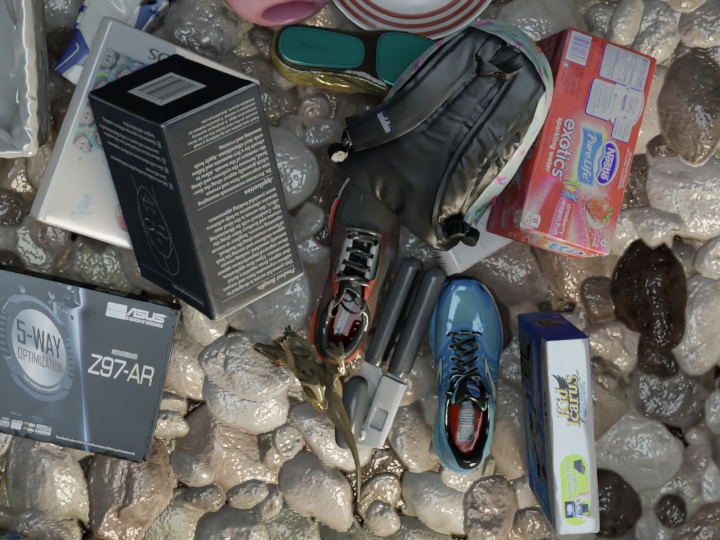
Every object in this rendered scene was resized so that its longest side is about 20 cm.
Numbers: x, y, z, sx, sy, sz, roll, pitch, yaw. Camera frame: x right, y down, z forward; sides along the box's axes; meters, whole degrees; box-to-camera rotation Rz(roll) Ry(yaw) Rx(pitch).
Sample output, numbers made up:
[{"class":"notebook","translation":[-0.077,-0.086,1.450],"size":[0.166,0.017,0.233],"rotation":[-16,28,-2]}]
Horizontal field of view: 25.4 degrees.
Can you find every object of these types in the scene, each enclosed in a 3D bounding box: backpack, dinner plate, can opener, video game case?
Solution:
[{"class":"backpack","translation":[0.088,-0.141,1.491],"size":[0.166,0.127,0.200],"rotation":[37,110,-4]},{"class":"dinner plate","translation":[0.051,-0.328,1.589],"size":[0.198,0.024,0.203],"rotation":[0,96,-5]},{"class":"can opener","translation":[0.026,0.087,1.599],"size":[0.053,0.067,0.202],"rotation":[23,101,14]},{"class":"video game case","translation":[-0.205,-0.120,1.546],"size":[0.181,0.024,0.202],"rotation":[18,95,-39]},{"class":"video game case","translation":[0.190,0.142,1.555],"size":[0.045,0.200,0.184],"rotation":[-3,95,-1]}]

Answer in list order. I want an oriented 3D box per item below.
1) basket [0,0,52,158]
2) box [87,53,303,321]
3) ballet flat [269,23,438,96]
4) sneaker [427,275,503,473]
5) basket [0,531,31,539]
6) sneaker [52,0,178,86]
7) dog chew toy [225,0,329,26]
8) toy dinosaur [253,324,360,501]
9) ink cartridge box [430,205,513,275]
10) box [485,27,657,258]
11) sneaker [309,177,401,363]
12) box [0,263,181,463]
[{"class":"basket","translation":[-0.397,-0.203,1.503],"size":[0.198,0.161,0.201],"rotation":[-2,96,-4]},{"class":"box","translation":[-0.153,-0.079,1.488],"size":[0.106,0.148,0.202],"rotation":[-27,121,-27]},{"class":"ballet flat","translation":[0.007,-0.202,1.578],"size":[0.198,0.071,0.072],"rotation":[8,95,-7]},{"class":"sneaker","translation":[0.111,0.106,1.601],"size":[0.077,0.090,0.203],"rotation":[-3,92,-4]},{"class":"basket","translation":[-0.307,0.363,1.574],"size":[0.198,0.139,0.178],"rotation":[24,93,4]},{"class":"sneaker","translation":[-0.243,-0.277,1.554],"size":[0.115,0.081,0.200],"rotation":[41,85,-3]},{"class":"dog chew toy","translation":[-0.087,-0.340,1.532],"size":[0.123,0.125,0.202],"rotation":[-10,79,-3]},{"class":"toy dinosaur","translation":[-0.035,0.118,1.560],"size":[0.058,0.102,0.200],"rotation":[-27,56,-18]},{"class":"ink cartridge box","translation":[0.135,-0.113,1.614],"size":[0.199,0.050,0.162],"rotation":[-31,97,-17]},{"class":"box","translation":[0.206,-0.122,1.562],"size":[0.102,0.095,0.202],"rotation":[16,84,-15]},{"class":"sneaker","translation":[0.000,0.000,1.588],"size":[0.076,0.082,0.202],"rotation":[10,95,-5]},{"class":"box","translation":[-0.291,0.092,1.597],"size":[0.198,0.044,0.162],"rotation":[14,95,-5]}]
